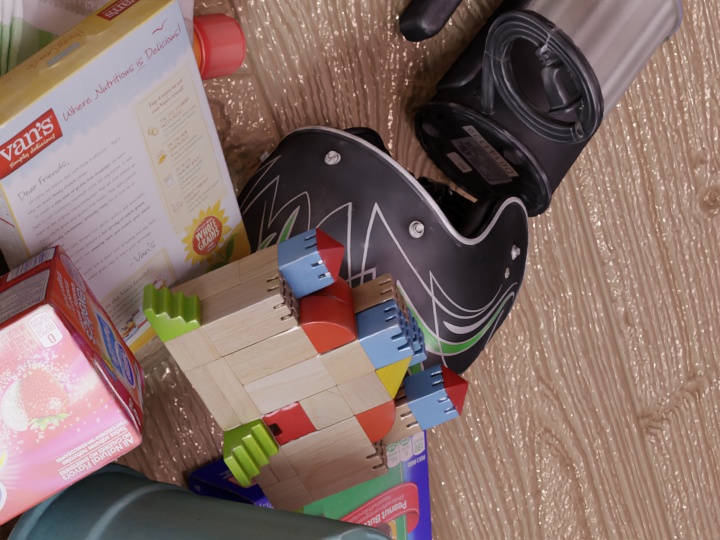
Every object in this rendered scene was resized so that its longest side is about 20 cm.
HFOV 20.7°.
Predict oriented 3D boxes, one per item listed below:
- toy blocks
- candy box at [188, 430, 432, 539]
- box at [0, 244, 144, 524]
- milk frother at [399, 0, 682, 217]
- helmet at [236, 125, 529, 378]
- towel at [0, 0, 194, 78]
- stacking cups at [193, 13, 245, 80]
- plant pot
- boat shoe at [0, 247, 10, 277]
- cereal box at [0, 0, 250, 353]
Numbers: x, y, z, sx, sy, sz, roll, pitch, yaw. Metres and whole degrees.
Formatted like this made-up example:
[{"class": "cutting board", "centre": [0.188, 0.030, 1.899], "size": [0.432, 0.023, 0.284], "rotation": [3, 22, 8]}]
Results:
[{"class": "toy blocks", "centre": [-0.022, 0.055, 1.170], "size": [0.136, 0.100, 0.200], "rotation": [-23, 123, 12]}, {"class": "candy box", "centre": [-0.030, 0.218, 1.400], "size": [0.169, 0.077, 0.201], "rotation": [-20, 116, -40]}, {"class": "box", "centre": [-0.222, 0.085, 1.055], "size": [0.199, 0.100, 0.096], "rotation": [-30, 109, 5]}, {"class": "milk frother", "centre": [0.149, -0.158, 1.383], "size": [0.188, 0.200, 0.181], "rotation": [-53, 128, -20]}, {"class": "helmet", "centre": [0.000, 0.000, 1.291], "size": [0.190, 0.199, 0.201], "rotation": [-17, 113, -51]}, {"class": "towel", "centre": [-0.150, -0.187, 1.155], "size": [0.149, 0.031, 0.201], "rotation": [11, 75, -43]}, {"class": "stacking cups", "centre": [-0.155, -0.122, 1.200], "size": [0.199, 0.060, 0.061], "rotation": [-13, 110, -44]}, {"class": "plant pot", "centre": [-0.080, 0.218, 1.146], "size": [0.200, 0.195, 0.201], "rotation": [0, 90, -57]}, {"class": "boat shoe", "centre": [-0.227, -0.007, 1.151], "size": [0.072, 0.067, 0.201], "rotation": [43, 74, -34]}, {"class": "cereal box", "centre": [-0.143, -0.046, 1.127], "size": [0.144, 0.039, 0.201], "rotation": [-40, 138, -26]}]
